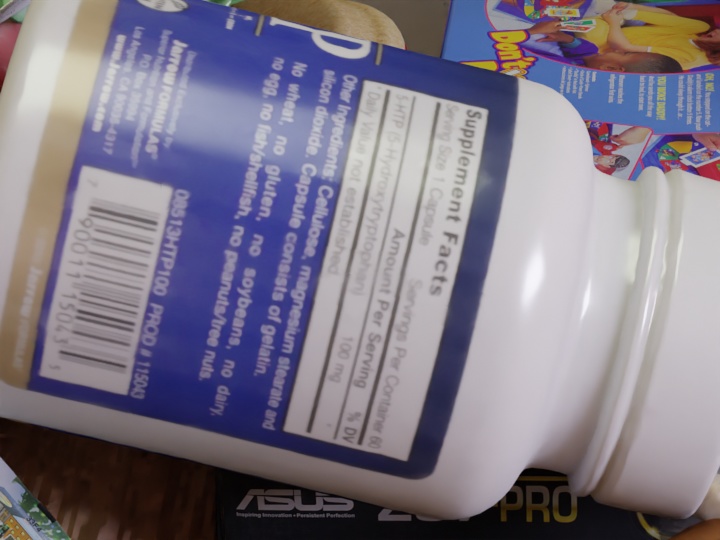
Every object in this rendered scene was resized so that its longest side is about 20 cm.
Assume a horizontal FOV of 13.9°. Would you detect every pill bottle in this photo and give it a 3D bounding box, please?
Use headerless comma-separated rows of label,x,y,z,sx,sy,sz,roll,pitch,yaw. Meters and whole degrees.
pill bottle,0.000,0.000,0.780,0.199,0.120,0.120,14,30,-3

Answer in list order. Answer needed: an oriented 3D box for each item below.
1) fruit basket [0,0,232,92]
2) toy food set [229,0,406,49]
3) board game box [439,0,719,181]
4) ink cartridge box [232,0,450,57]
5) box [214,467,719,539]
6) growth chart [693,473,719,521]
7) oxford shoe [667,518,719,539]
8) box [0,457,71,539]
fruit basket,-0.105,-0.091,0.907,0.185,0.094,0.200,-40,3,-13
toy food set,-0.069,-0.016,0.930,0.199,0.049,0.198,-13,30,39
board game box,0.091,-0.047,0.941,0.134,0.045,0.200,3,29,6
ink cartridge box,0.016,-0.122,1.129,0.199,0.088,0.145,-15,32,-16
box,0.044,0.018,0.922,0.160,0.049,0.200,3,29,5
growth chart,0.197,0.052,0.769,0.199,0.018,0.144,-12,-11,44
oxford shoe,0.023,0.098,0.744,0.199,0.072,0.071,-20,60,-28
box,-0.150,0.113,0.717,0.137,0.038,0.200,48,48,9
